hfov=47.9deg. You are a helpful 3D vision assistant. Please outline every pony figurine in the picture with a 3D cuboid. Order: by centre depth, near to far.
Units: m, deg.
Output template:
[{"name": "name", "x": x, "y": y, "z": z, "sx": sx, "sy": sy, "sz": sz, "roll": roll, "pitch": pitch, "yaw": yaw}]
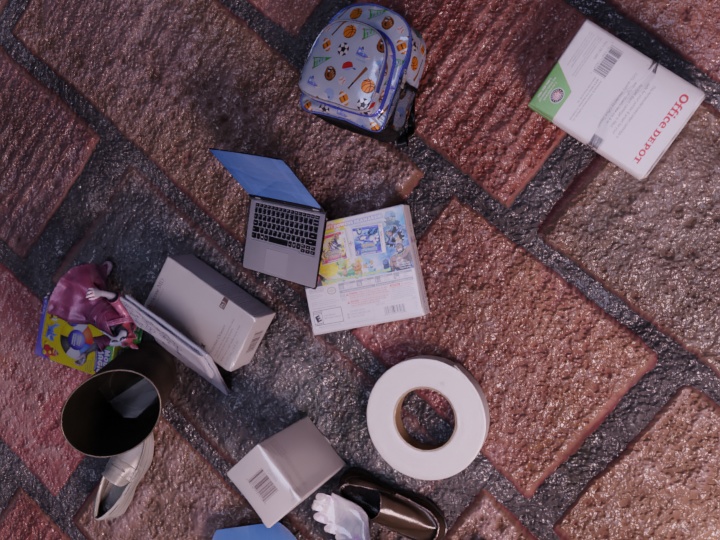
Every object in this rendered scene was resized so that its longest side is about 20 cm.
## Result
[{"name": "pony figurine", "x": -0.002, "y": 0.464, "z": 1.289, "sx": 0.192, "sy": 0.200, "sz": 0.167, "roll": 10, "pitch": 60, "yaw": 19}]

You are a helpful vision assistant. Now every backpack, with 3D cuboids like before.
[{"name": "backpack", "x": 0.006, "y": -0.318, "z": 1.269, "sx": 0.199, "sy": 0.154, "sz": 0.191, "roll": 22, "pitch": 90, "yaw": 19}]

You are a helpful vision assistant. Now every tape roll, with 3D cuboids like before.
[{"name": "tape roll", "x": 0.109, "y": 0.238, "z": 1.319, "sx": 0.202, "sy": 0.037, "sz": 0.204, "roll": 1, "pitch": 93, "yaw": 19}]

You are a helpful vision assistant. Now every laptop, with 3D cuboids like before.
[{"name": "laptop", "x": -0.159, "y": -0.085, "z": 1.319, "sx": 0.187, "sy": 0.116, "sz": 0.201, "roll": 15, "pitch": 99, "yaw": 42}]

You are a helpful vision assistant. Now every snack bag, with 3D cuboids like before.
[{"name": "snack bag", "x": -0.315, "y": 0.132, "z": 1.388, "sx": 0.188, "sy": 0.200, "sz": 0.021, "roll": 32, "pitch": 69, "yaw": 17}]

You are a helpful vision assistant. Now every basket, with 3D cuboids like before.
[{"name": "basket", "x": -0.395, "y": 0.207, "z": 1.392, "sx": 0.180, "sy": 0.200, "sz": 0.136, "roll": -34, "pitch": 100, "yaw": 10}]

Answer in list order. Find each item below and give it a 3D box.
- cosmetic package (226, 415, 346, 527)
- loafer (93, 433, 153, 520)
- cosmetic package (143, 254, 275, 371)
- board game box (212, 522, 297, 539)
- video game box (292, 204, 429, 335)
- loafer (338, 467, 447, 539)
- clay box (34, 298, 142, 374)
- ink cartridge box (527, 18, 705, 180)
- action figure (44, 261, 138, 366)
[{"name": "cosmetic package", "x": -0.115, "y": 0.321, "z": 1.316, "sx": 0.081, "sy": 0.200, "sz": 0.113, "roll": -43, "pitch": 77, "yaw": 15}, {"name": "loafer", "x": -0.439, "y": 0.374, "z": 1.498, "sx": 0.070, "sy": 0.070, "sz": 0.201, "roll": 24, "pitch": 101, "yaw": 16}, {"name": "cosmetic package", "x": -0.263, "y": 0.069, "z": 1.406, "sx": 0.200, "sy": 0.081, "sz": 0.113, "roll": 31, "pitch": 104, "yaw": 14}, {"name": "board game box", "x": -0.170, "y": 0.518, "z": 1.434, "sx": 0.199, "sy": 0.039, "sz": 0.159, "roll": -15, "pitch": 93, "yaw": 24}, {"name": "video game box", "x": 0.000, "y": 0.000, "z": 1.338, "sx": 0.199, "sy": 0.047, "sz": 0.183, "roll": -11, "pitch": 91, "yaw": 19}, {"name": "loafer", "x": 0.045, "y": 0.397, "z": 1.332, "sx": 0.199, "sy": 0.071, "sz": 0.073, "roll": 20, "pitch": 100, "yaw": 17}, {"name": "clay box", "x": -0.510, "y": 0.128, "z": 1.520, "sx": 0.199, "sy": 0.048, "sz": 0.115, "roll": 15, "pitch": 98, "yaw": 18}, {"name": "ink cartridge box", "x": 0.370, "y": -0.243, "z": 1.175, "sx": 0.200, "sy": 0.084, "sz": 0.146, "roll": 38, "pitch": 105, "yaw": 13}, {"name": "action figure", "x": -0.459, "y": 0.082, "z": 1.441, "sx": 0.200, "sy": 0.149, "sz": 0.134, "roll": 35, "pitch": 106, "yaw": 18}]
